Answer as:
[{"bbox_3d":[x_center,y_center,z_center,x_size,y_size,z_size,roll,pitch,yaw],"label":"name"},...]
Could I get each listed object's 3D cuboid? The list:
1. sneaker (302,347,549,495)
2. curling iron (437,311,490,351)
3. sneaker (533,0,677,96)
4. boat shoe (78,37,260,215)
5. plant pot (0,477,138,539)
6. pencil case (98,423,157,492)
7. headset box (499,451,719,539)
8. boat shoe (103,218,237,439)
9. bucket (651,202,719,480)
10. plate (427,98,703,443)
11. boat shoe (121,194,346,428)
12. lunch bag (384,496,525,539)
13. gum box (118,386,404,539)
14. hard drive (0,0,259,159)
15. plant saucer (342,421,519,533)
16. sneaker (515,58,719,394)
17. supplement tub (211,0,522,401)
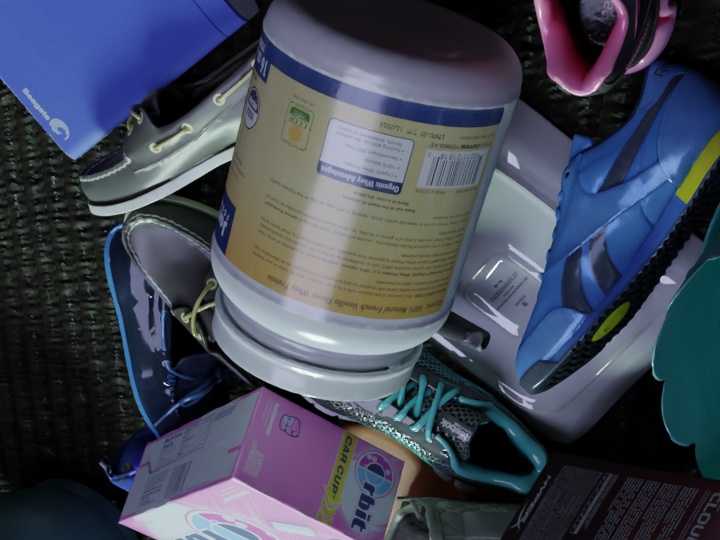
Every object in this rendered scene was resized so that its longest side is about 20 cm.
[{"bbox_3d":[0.042,0.083,0.905,0.199,0.078,0.091,30,173,-23],"label":"sneaker"},{"bbox_3d":[0.000,0.000,0.904,0.200,0.025,0.050,34,139,32],"label":"curling iron"},{"bbox_3d":[0.107,-0.176,0.694,0.079,0.095,0.201,3,121,32],"label":"sneaker"},{"bbox_3d":[-0.108,-0.092,0.908,0.201,0.072,0.060,-20,115,33],"label":"boat shoe"},{"bbox_3d":[-0.272,0.265,1.238,0.199,0.134,0.201,16,131,19],"label":"plant pot"},{"bbox_3d":[-0.113,0.200,1.126,0.078,0.087,0.200,-35,105,10],"label":"pencil case"},{"bbox_3d":[0.190,0.178,0.782,0.148,0.075,0.200,40,163,-19],"label":"headset box"},{"bbox_3d":[-0.127,0.057,1.027,0.068,0.084,0.201,3,127,32],"label":"boat shoe"},{"bbox_3d":[0.261,0.025,0.727,0.206,0.135,0.208,16,130,19],"label":"bucket"},{"bbox_3d":[0.098,0.007,0.886,0.200,0.032,0.200,38,134,1],"label":"plate"},{"bbox_3d":[-0.079,0.027,0.949,0.201,0.061,0.072,38,119,-6],"label":"boat shoe"},{"bbox_3d":[0.095,0.215,0.956,0.163,0.118,0.201,7,136,-13],"label":"lunch bag"},{"bbox_3d":[-0.075,0.153,0.986,0.113,0.066,0.200,30,150,-21],"label":"gum box"},{"bbox_3d":[-0.170,-0.167,0.920,0.200,0.025,0.132,-29,106,42],"label":"hard drive"},{"bbox_3d":[0.016,0.151,1.042,0.199,0.037,0.201,16,131,20],"label":"plant saucer"},{"bbox_3d":[0.134,-0.023,0.794,0.078,0.066,0.201,41,114,20],"label":"sneaker"},{"bbox_3d":[-0.003,-0.044,0.797,0.144,0.144,0.201,23,114,15],"label":"supplement tub"}]
